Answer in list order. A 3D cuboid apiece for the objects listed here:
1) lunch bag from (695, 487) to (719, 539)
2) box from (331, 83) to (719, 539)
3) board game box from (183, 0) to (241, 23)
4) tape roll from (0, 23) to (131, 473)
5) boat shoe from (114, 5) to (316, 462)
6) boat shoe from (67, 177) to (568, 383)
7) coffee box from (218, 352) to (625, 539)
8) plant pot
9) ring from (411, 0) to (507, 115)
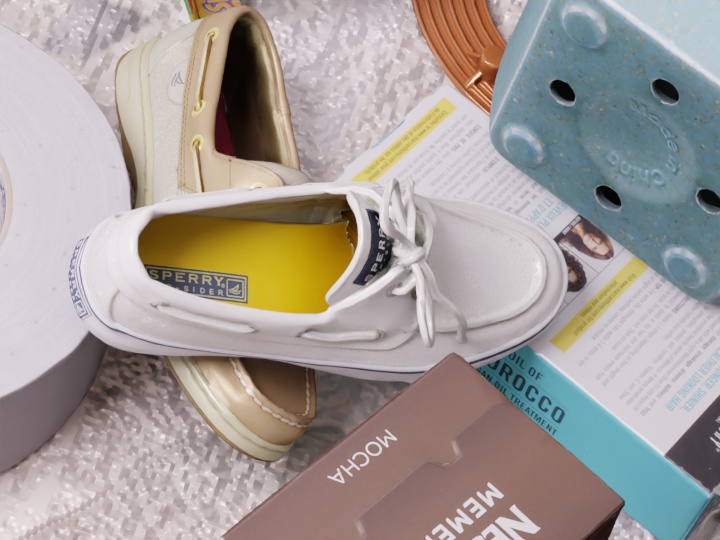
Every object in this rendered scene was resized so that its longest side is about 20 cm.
[{"bbox_3d":[0.185,0.152,0.940,0.163,0.200,0.118,16,55,-3],"label":"lunch bag"},{"bbox_3d":[0.081,0.017,1.094,0.200,0.049,0.082,40,56,13],"label":"box"},{"bbox_3d":[-0.078,-0.202,1.170,0.030,0.096,0.201,-8,58,6],"label":"board game box"},{"bbox_3d":[-0.190,-0.012,1.034,0.199,0.066,0.201,7,55,-11],"label":"tape roll"},{"bbox_3d":[-0.048,-0.022,1.061,0.074,0.066,0.201,24,41,-49],"label":"boat shoe"},{"bbox_3d":[-0.001,-0.005,0.989,0.201,0.086,0.075,5,75,-24],"label":"boat shoe"},{"bbox_3d":[0.005,0.135,0.901,0.080,0.200,0.113,41,57,20],"label":"coffee box"},{"bbox_3d":[0.162,-0.106,1.083,0.196,0.196,0.200,37,55,9],"label":"plant pot"},{"bbox_3d":[0.120,-0.126,1.219,0.199,0.019,0.201,6,57,-10],"label":"ring"}]
